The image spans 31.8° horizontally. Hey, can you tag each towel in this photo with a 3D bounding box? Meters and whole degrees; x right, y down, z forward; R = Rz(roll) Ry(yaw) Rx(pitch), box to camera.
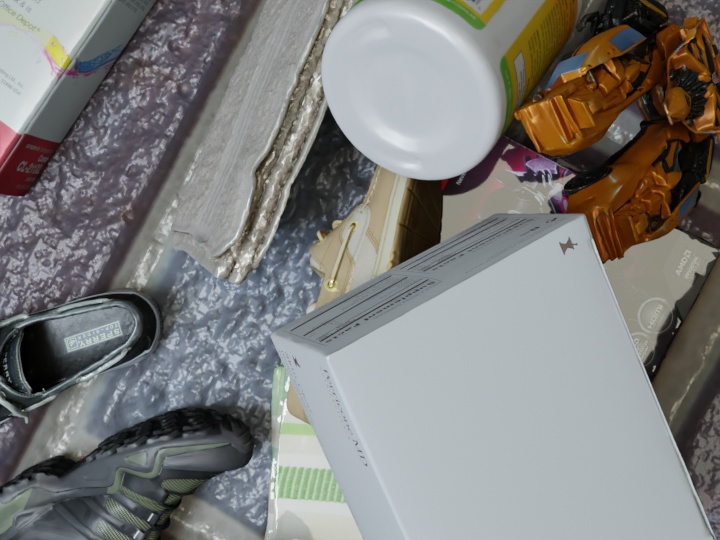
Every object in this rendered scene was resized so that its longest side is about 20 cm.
[{"bbox_3d":[0.009,0.163,0.849,0.150,0.023,0.203,5,89,4],"label":"towel"},{"bbox_3d":[-0.063,-0.095,0.803,0.034,0.132,0.202,22,91,-25],"label":"towel"}]

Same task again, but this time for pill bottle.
[{"bbox_3d":[0.068,-0.152,0.756,0.110,0.200,0.112,18,134,20],"label":"pill bottle"}]

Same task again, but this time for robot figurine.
[{"bbox_3d":[0.170,-0.089,0.758,0.058,0.200,0.146,-12,108,42],"label":"robot figurine"}]

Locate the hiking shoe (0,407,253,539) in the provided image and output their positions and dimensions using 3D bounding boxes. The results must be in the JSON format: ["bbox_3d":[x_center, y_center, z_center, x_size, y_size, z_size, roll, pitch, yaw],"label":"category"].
[{"bbox_3d":[-0.152,0.161,0.844,0.198,0.076,0.102,-20,97,13],"label":"hiking shoe"}]

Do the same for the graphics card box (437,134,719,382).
[{"bbox_3d":[0.117,-0.005,0.825,0.198,0.051,0.127,29,93,3],"label":"graphics card box"}]

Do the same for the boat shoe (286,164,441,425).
[{"bbox_3d":[0.000,0.000,0.763,0.068,0.074,0.202,6,68,22],"label":"boat shoe"}]

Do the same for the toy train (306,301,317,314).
[{"bbox_3d":[0.055,0.061,0.788,0.199,0.056,0.151,-29,96,18],"label":"toy train"}]

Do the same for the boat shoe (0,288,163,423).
[{"bbox_3d":[-0.230,0.066,0.844,0.197,0.068,0.075,-15,88,5],"label":"boat shoe"}]

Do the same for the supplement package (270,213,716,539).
[{"bbox_3d":[0.070,0.093,0.672,0.155,0.111,0.202,-27,100,-16],"label":"supplement package"}]

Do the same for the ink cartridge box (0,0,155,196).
[{"bbox_3d":[-0.235,-0.173,0.837,0.145,0.083,0.201,36,93,4],"label":"ink cartridge box"}]
